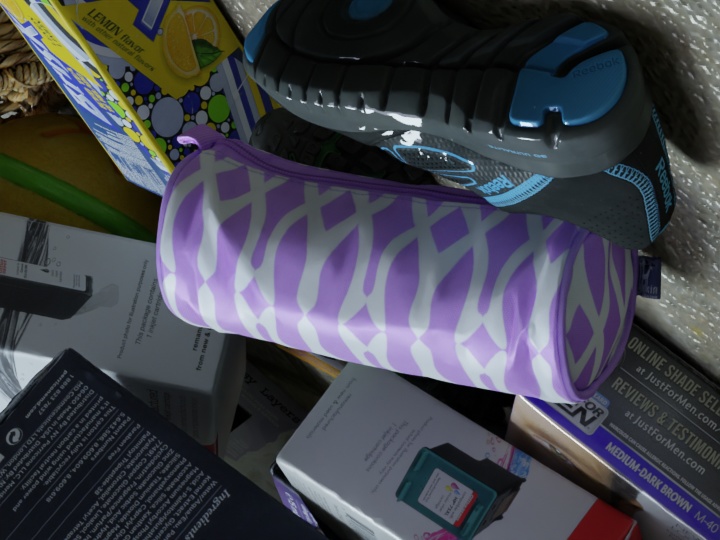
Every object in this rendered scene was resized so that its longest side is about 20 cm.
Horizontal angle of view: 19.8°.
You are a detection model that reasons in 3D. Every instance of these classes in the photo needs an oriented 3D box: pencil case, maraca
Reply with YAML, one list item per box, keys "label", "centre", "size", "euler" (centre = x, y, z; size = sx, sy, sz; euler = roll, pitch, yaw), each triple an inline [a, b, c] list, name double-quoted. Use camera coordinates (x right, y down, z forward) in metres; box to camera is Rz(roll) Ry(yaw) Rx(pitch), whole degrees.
- label: "pencil case"
  centre: [0.014, -0.003, 0.829]
  size: [0.199, 0.084, 0.086]
  euler: [8, 115, 25]
- label: "maraca"
  centre: [-0.177, -0.034, 1.243]
  size: [0.137, 0.107, 0.200]
  euler: [30, 172, -3]

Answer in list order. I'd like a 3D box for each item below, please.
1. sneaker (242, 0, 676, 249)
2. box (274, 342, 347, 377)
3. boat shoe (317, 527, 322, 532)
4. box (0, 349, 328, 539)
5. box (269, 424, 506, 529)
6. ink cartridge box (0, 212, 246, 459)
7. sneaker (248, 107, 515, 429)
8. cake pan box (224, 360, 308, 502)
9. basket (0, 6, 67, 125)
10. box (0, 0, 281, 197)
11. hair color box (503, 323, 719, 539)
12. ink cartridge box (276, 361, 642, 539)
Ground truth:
- label: "sneaker"
  centre: [0.031, -0.058, 0.770]
  size: [0.200, 0.073, 0.082]
  euler: [26, 159, 45]
- label: "box"
  centre: [-0.040, -0.013, 1.098]
  size: [0.119, 0.042, 0.200]
  euler: [25, 158, 45]
- label: "boat shoe"
  centre: [-0.034, 0.188, 1.164]
  size: [0.072, 0.065, 0.200]
  euler: [49, 162, -18]
- label: "box"
  centre: [-0.089, 0.155, 1.023]
  size: [0.200, 0.104, 0.148]
  euler: [32, 164, 33]
- label: "box"
  centre: [0.064, 0.161, 1.172]
  size: [0.200, 0.104, 0.148]
  euler: [34, 161, 27]
- label: "ink cartridge box"
  centre: [-0.168, 0.041, 1.149]
  size: [0.199, 0.084, 0.145]
  euler: [12, 153, 3]
- label: "sneaker"
  centre: [0.000, 0.000, 0.972]
  size: [0.085, 0.078, 0.200]
  euler: [24, 155, 48]
- label: "cake pan box"
  centre: [-0.087, 0.135, 1.356]
  size: [0.200, 0.052, 0.184]
  euler: [41, -154, 9]
- label: "basket"
  centre: [-0.263, -0.108, 1.191]
  size: [0.149, 0.143, 0.200]
  euler: [46, 163, -9]
- label: "box"
  centre: [-0.118, -0.125, 0.947]
  size: [0.064, 0.070, 0.200]
  euler: [22, 153, 45]
- label: "hair color box"
  centre: [0.122, 0.099, 0.963]
  size: [0.109, 0.065, 0.200]
  euler: [37, 161, 13]
- label: "ink cartridge box"
  centre: [0.067, 0.132, 0.936]
  size: [0.199, 0.067, 0.116]
  euler: [31, 162, 28]
